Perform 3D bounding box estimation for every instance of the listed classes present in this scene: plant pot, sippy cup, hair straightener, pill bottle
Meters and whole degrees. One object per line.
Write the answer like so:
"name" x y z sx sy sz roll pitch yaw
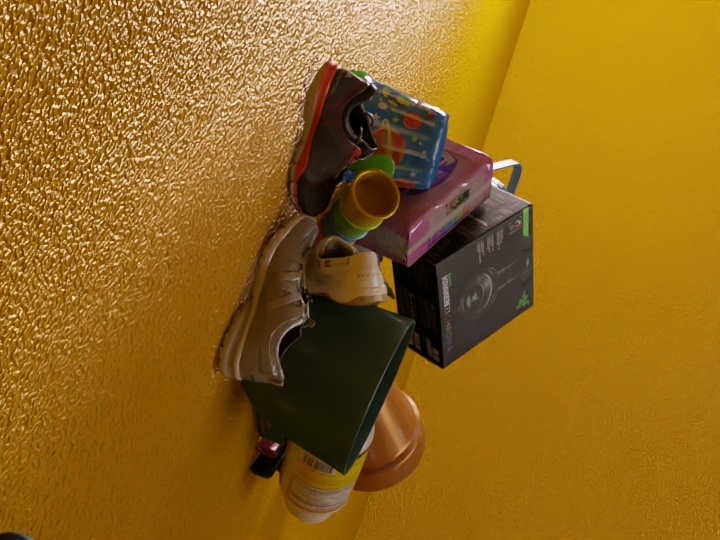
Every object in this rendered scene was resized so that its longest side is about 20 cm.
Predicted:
"plant pot" 0.007 0.258 1.805 0.184 0.198 0.202 74 33 -46
"sippy cup" 0.037 -0.161 1.237 0.140 0.129 0.180 95 11 -65
"hair straightener" -0.119 0.256 1.497 0.200 0.040 0.078 -57 164 -71
"plant pot" -0.046 0.117 1.217 0.202 0.159 0.201 -63 172 -16
"pill bottle" -0.052 0.264 1.409 0.110 0.108 0.201 -61 172 -46

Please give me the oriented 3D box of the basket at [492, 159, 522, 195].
"basket" 0.160 -0.078 1.516 0.198 0.139 0.179 -6 119 -45

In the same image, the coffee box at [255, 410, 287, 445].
"coffee box" -0.086 0.122 1.380 0.123 0.043 0.202 93 17 -59

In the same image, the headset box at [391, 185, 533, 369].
"headset box" 0.147 0.002 1.380 0.199 0.092 0.176 -30 131 -30

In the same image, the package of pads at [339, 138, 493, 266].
"package of pads" 0.071 -0.094 1.306 0.200 0.120 0.076 -40 145 -37

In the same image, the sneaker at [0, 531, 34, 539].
"sneaker" -0.250 0.250 0.601 0.082 0.072 0.202 88 22 -62

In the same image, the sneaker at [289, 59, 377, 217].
"sneaker" -0.025 -0.129 1.115 0.201 0.081 0.077 102 12 -46

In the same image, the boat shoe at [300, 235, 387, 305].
"boat shoe" -0.029 -0.006 1.172 0.199 0.070 0.070 10 -76 59

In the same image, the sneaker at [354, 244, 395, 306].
"sneaker" 0.000 0.000 1.394 0.116 0.074 0.200 68 12 7

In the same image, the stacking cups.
"stacking cups" -0.019 -0.051 1.200 0.061 0.060 0.200 -66 -169 -28

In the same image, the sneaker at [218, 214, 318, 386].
"sneaker" -0.082 0.036 1.117 0.075 0.081 0.202 81 30 -71
